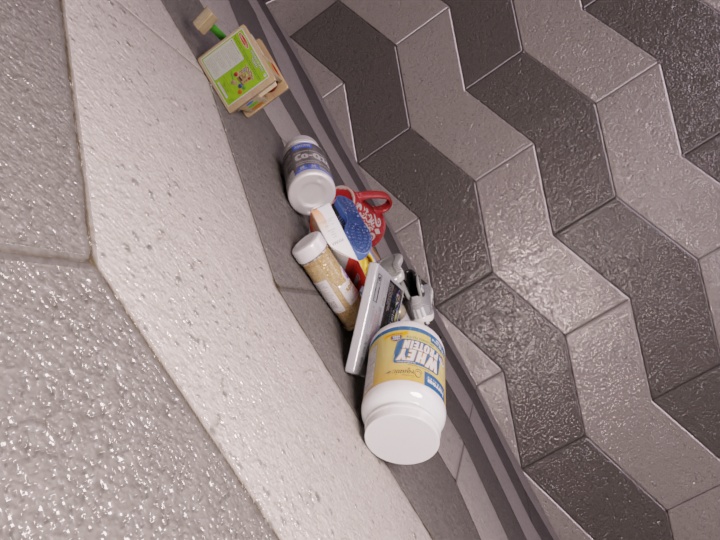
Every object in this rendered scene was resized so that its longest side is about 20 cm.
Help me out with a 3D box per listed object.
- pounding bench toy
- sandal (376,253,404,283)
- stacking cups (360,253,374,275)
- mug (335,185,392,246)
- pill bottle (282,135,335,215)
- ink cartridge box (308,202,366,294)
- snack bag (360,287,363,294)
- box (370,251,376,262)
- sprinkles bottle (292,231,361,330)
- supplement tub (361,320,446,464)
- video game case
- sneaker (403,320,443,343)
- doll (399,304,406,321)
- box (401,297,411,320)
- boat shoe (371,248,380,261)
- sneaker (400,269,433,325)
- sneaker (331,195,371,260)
[{"bbox_3d":[-0.268,-0.462,1.164,0.203,0.122,0.156,58,10,-8],"label":"pounding bench toy"},{"bbox_3d":[0.069,0.009,1.275,0.203,0.080,0.051,-80,153,-73],"label":"sandal"},{"bbox_3d":[0.000,0.000,1.242,0.062,0.059,0.200,60,-4,6],"label":"stacking cups"},{"bbox_3d":[-0.011,-0.178,1.562,0.132,0.181,0.199,30,-1,31],"label":"mug"},{"bbox_3d":[-0.127,-0.231,1.257,0.114,0.112,0.202,51,14,-40],"label":"pill bottle"},{"bbox_3d":[-0.048,-0.017,1.102,0.163,0.049,0.205,115,-48,-72],"label":"ink cartridge box"},{"bbox_3d":[-0.032,-0.018,1.399,0.188,0.021,0.204,44,20,-60],"label":"snack bag"},{"bbox_3d":[-0.012,-0.071,1.383,0.203,0.047,0.122,61,-2,-21],"label":"box"},{"bbox_3d":[-0.055,0.023,1.045,0.202,0.067,0.069,57,10,-22],"label":"sprinkles bottle"},{"bbox_3d":[0.075,0.204,0.905,0.146,0.142,0.203,54,26,-28],"label":"supplement tub"},{"bbox_3d":[0.032,0.108,1.035,0.182,0.023,0.206,39,62,-63],"label":"video game case"},{"bbox_3d":[0.121,0.153,1.083,0.199,0.112,0.078,1,98,-67],"label":"sneaker"},{"bbox_3d":[0.076,0.159,1.197,0.137,0.048,0.204,46,36,-32],"label":"doll"},{"bbox_3d":[0.101,0.170,1.311,0.204,0.100,0.112,64,11,19],"label":"box"},{"bbox_3d":[0.037,0.026,1.518,0.069,0.070,0.205,-21,84,-35],"label":"boat shoe"},{"bbox_3d":[0.134,0.037,1.292,0.201,0.073,0.118,-96,165,-64],"label":"sneaker"},{"bbox_3d":[-0.029,-0.078,1.166,0.068,0.079,0.203,12,36,-25],"label":"sneaker"}]
